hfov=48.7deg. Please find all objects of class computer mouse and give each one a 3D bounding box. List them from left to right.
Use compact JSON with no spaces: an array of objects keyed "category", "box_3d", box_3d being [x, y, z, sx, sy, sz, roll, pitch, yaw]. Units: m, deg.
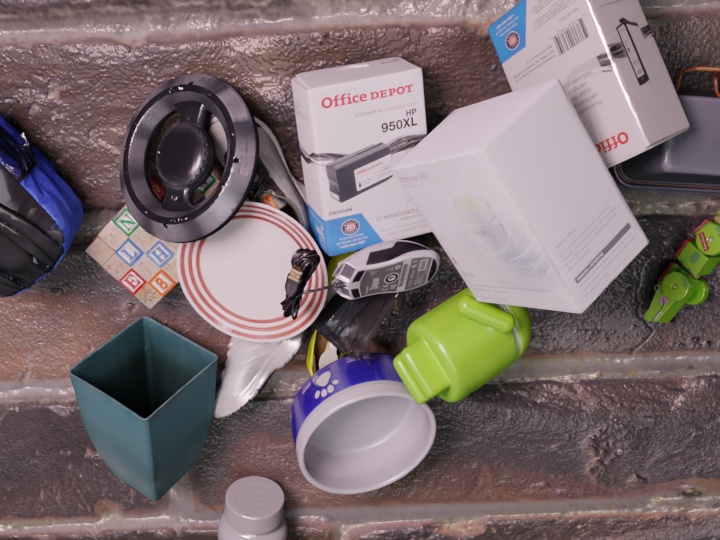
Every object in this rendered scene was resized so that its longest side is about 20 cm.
[{"category":"computer mouse","box_3d":[0.000,0.000,0.953,0.195,0.044,0.111,-10,143,-17]}]

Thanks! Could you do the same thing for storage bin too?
[{"category":"storage bin","box_3d":[0.404,-0.160,0.915,0.195,0.134,0.150,4,97,-1]}]

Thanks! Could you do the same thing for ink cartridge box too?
[{"category":"ink cartridge box","box_3d":[0.004,-0.138,0.956,0.141,0.084,0.205,-14,115,-14]},{"category":"ink cartridge box","box_3d":[0.243,-0.210,0.863,0.083,0.145,0.204,-23,90,-31]}]

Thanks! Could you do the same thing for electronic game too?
[{"category":"electronic game","box_3d":[-0.207,-0.134,0.950,0.195,0.041,0.206,-3,82,24]}]

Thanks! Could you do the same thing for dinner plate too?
[{"category":"dinner plate","box_3d":[-0.135,0.002,1.004,0.195,0.024,0.204,5,121,8]}]

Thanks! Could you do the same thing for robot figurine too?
[{"category":"robot figurine","box_3d":[0.140,0.091,1.037,0.198,0.176,0.117,-30,78,-19]}]

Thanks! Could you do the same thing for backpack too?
[{"category":"backpack","box_3d":[-0.436,-0.089,0.964,0.161,0.169,0.201,-33,114,18]}]

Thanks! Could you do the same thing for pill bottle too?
[{"category":"pill bottle","box_3d":[-0.168,0.428,1.225,0.107,0.110,0.204,7,115,-2]}]

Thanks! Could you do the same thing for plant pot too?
[{"category":"plant pot","box_3d":[-0.288,0.202,1.093,0.139,0.141,0.204,24,130,23]}]

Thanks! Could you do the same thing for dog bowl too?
[{"category":"dog bowl","box_3d":[0.003,0.214,1.104,0.195,0.079,0.203,-10,130,-12]}]

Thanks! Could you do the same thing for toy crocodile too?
[{"category":"toy crocodile","box_3d":[0.437,-0.013,1.037,0.066,0.062,0.202,2,127,-39]}]

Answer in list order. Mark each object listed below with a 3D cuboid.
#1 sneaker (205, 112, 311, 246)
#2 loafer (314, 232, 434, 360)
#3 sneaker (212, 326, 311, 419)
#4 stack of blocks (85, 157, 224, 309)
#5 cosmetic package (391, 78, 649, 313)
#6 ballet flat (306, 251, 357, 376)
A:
[{"category":"sneaker","box_3d":[-0.122,-0.116,0.993,0.073,0.080,0.201,-33,109,17]},{"category":"loafer","box_3d":[0.030,0.025,1.032,0.200,0.073,0.072,-46,106,-7]},{"category":"sneaker","box_3d":[-0.156,0.126,1.119,0.087,0.075,0.200,42,104,-2]},{"category":"stack of blocks","box_3d":[-0.245,-0.061,1.031,0.199,0.059,0.115,-40,108,17]},{"category":"cosmetic package","box_3d":[0.165,-0.074,0.864,0.122,0.198,0.202,-40,106,-18]},{"category":"ballet flat","box_3d":[-0.032,0.072,1.082,0.065,0.067,0.204,14,114,-5]}]
